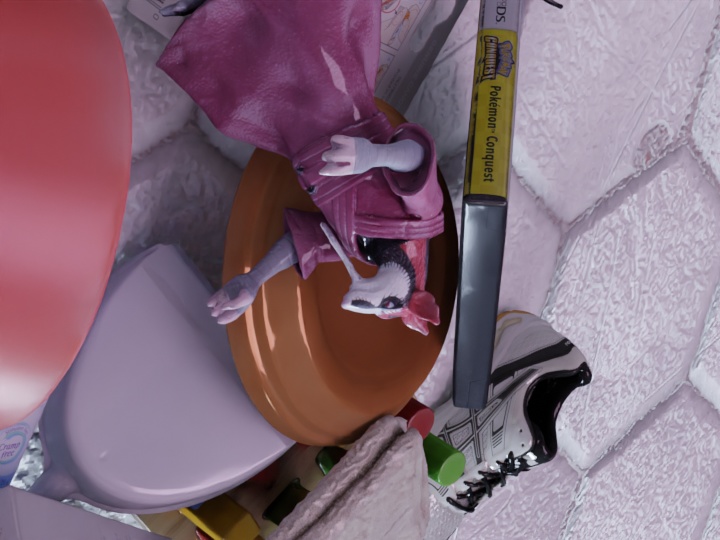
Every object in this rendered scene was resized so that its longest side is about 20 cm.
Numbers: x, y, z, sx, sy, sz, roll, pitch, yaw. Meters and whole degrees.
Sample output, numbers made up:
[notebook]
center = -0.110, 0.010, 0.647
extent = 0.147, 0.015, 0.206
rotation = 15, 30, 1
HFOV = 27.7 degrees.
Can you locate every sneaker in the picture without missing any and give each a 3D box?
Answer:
[sneaker]
center = 0.093, 0.128, 1.056
extent = 0.076, 0.087, 0.201
rotation = 27, 93, -51

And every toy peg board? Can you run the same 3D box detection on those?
[toy peg board]
center = -0.035, 0.113, 0.906
extent = 0.200, 0.098, 0.200
rotation = -46, 138, -18

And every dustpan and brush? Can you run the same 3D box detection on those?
[dustpan and brush]
center = -0.143, 0.098, 0.801
extent = 0.200, 0.057, 0.140
rotation = -42, 100, -20

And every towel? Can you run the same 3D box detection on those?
[towel]
center = -0.032, 0.179, 0.823
extent = 0.200, 0.034, 0.133
rotation = -44, 151, -25

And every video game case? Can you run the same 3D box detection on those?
[video game case]
center = 0.075, -0.047, 0.867
extent = 0.201, 0.025, 0.182
rotation = 88, 8, -53

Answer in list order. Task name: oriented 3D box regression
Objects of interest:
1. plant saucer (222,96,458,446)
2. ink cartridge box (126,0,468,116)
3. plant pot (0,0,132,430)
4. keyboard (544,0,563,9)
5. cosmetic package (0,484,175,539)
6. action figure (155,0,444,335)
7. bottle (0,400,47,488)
[plant saucer]
center = 0.000, 0.000, 0.816
extent = 0.200, 0.037, 0.202
rotation = -7, 99, -54
[ink cartridge box]
center = -0.012, -0.176, 0.794
extent = 0.200, 0.050, 0.161
rotation = 13, 111, -54
[plant pot]
center = -0.215, -0.044, 0.577
extent = 0.177, 0.200, 0.202
rotation = 11, 104, -38
[keyboard]
center = 0.075, -0.221, 0.886
extent = 0.199, 0.040, 0.105
rotation = 3, 92, -40
[cosmetic package]
center = -0.162, 0.180, 0.771
extent = 0.101, 0.074, 0.200
rotation = -25, 152, 12
[action figure]
center = -0.011, -0.059, 0.717
extent = 0.149, 0.134, 0.201
rotation = -34, 97, -46
[bottle]
center = -0.184, 0.027, 0.727
extent = 0.083, 0.065, 0.201
rotation = 20, 96, -48
